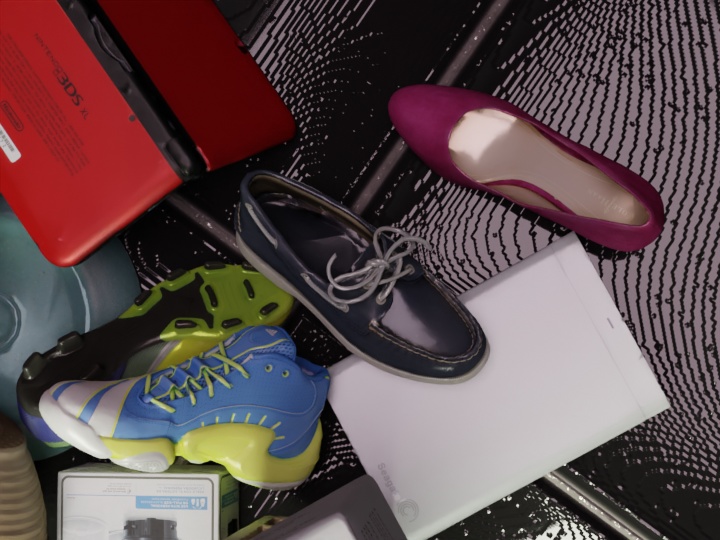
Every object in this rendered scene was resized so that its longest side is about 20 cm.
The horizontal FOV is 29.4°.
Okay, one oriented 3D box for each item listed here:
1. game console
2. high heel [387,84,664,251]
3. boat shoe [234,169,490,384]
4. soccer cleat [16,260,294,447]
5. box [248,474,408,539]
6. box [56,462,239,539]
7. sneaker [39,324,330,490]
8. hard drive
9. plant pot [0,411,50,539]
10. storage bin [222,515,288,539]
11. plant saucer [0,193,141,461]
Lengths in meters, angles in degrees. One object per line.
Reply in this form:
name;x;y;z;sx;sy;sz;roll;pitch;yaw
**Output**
game console;-0.172;-0.126;0.922;0.172;0.119;0.201;-36;83;8
high heel;0.104;-0.071;0.891;0.199;0.096;0.068;34;92;7
boat shoe;0.000;0.000;0.899;0.200;0.062;0.075;38;64;20
soccer cleat;-0.137;0.056;0.930;0.199;0.084;0.065;-26;58;-17
box;-0.036;0.236;0.659;0.198;0.171;0.201;-30;87;2
box;-0.142;0.233;0.926;0.116;0.060;0.202;1;88;7
sneaker;-0.102;0.073;0.873;0.076;0.199;0.106;34;103;50
hard drive;0.087;0.080;0.922;0.199;0.026;0.133;-29;84;4
plant pot;-0.277;0.130;0.873;0.200;0.201;0.093;26;94;7
storage bin;-0.039;0.264;0.842;0.093;0.199;0.202;3;88;8
plant saucer;-0.252;0.036;0.960;0.198;0.036;0.202;0;87;7
